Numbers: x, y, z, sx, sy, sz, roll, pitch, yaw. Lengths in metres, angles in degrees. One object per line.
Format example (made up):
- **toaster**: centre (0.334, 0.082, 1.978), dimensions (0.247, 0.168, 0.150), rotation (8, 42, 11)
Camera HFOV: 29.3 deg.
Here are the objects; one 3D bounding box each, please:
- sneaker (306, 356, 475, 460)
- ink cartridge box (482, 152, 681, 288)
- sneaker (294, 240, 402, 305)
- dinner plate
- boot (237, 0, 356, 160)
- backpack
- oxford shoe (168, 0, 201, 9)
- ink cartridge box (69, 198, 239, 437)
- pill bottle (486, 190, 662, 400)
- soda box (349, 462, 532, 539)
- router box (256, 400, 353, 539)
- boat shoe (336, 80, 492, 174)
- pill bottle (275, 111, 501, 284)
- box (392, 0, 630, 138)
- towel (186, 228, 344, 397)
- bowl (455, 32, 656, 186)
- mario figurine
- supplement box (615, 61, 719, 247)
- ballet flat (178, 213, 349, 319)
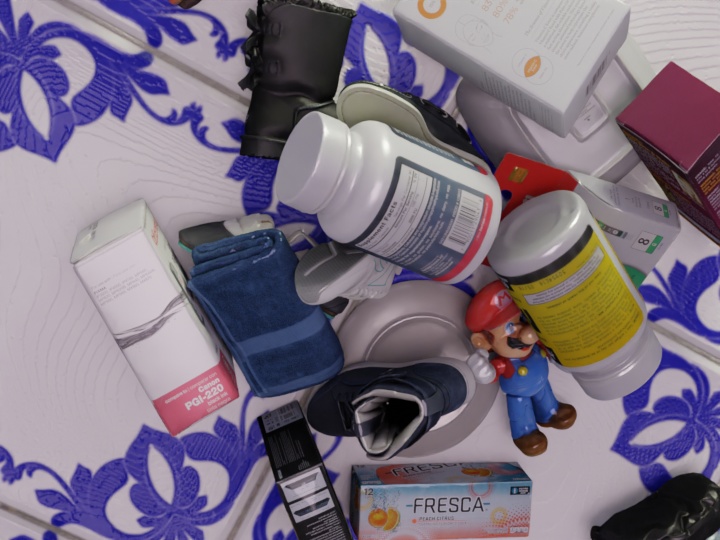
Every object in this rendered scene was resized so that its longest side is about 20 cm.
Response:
- **sneaker**: centre (0.002, 0.145, 1.413), dimensions (0.200, 0.146, 0.078), rotation (-17, 96, 31)
- **ink cartridge box**: centre (0.212, -0.029, 1.454), dimensions (0.197, 0.051, 0.162), rotation (14, 133, -16)
- **sneaker**: centre (0.000, 0.000, 1.401), dimensions (0.069, 0.200, 0.081), rotation (6, 114, 28)
- **dinner plate**: centre (0.063, 0.111, 1.513), dimensions (0.197, 0.024, 0.204), rotation (-2, 103, -9)
- **boot**: centre (-0.033, -0.188, 1.408), dimensions (0.195, 0.073, 0.165), rotation (6, 93, -17)
- **backpack**: centre (0.370, 0.354, 1.568), dimensions (0.165, 0.127, 0.202), rotation (-25, 109, -7)
- **oxford shoe**: centre (-0.102, -0.316, 1.365), dimensions (0.199, 0.071, 0.073), rotation (-40, 111, 0)
- **ink cartridge box**: centre (-0.205, 0.043, 1.386), dimensions (0.084, 0.146, 0.202), rotation (-30, 106, -1)
- **pill bottle**: centre (0.222, 0.029, 1.403), dimensions (0.114, 0.114, 0.201), rotation (-36, 115, 0)
- **soda box**: centre (0.088, 0.255, 1.528), dimensions (0.197, 0.064, 0.070), rotation (1, 102, -11)
- **router box**: centre (-0.049, 0.242, 1.430), dimensions (0.052, 0.200, 0.159), rotation (-22, 105, -4)
- **boat shoe**: centre (0.053, -0.142, 1.383), dimensions (0.198, 0.067, 0.075), rotation (25, 126, -29)
- **pill bottle**: centre (0.025, -0.073, 1.315), dimensions (0.198, 0.120, 0.121), rotation (21, 98, -26)
- **box**: centre (0.150, -0.243, 1.362), dimensions (0.199, 0.097, 0.125), rotation (34, 87, 12)
- **towel**: centre (-0.093, 0.049, 1.409), dimensions (0.110, 0.049, 0.201), rotation (-16, 131, 11)
- **bowl**: centre (0.225, -0.171, 1.453), dimensions (0.199, 0.075, 0.200), rotation (-39, 107, -1)
- **mario figurine**: centre (0.179, 0.101, 1.476), dimensions (0.105, 0.124, 0.202), rotation (-14, 116, 21)
- **supplement box**: centre (0.359, -0.110, 1.425), dimensions (0.086, 0.110, 0.200), rotation (-46, 139, 2)
- **ballet flat**: centre (-0.091, -0.018, 1.433), dimensions (0.198, 0.073, 0.074), rotation (26, 97, -21)
